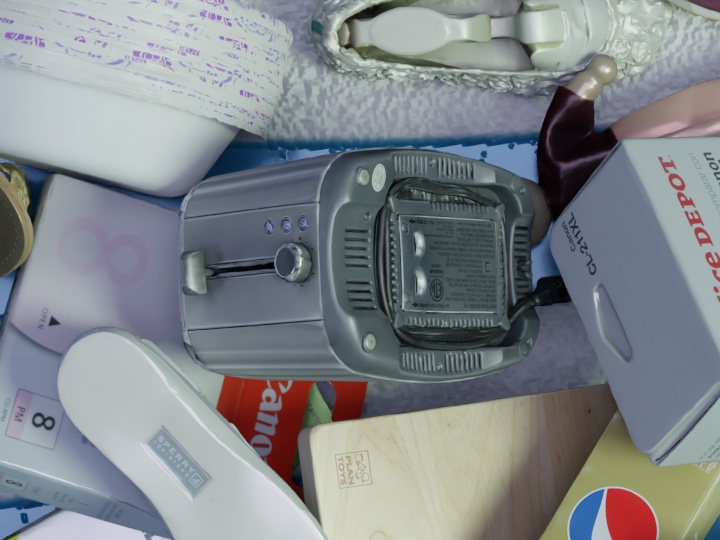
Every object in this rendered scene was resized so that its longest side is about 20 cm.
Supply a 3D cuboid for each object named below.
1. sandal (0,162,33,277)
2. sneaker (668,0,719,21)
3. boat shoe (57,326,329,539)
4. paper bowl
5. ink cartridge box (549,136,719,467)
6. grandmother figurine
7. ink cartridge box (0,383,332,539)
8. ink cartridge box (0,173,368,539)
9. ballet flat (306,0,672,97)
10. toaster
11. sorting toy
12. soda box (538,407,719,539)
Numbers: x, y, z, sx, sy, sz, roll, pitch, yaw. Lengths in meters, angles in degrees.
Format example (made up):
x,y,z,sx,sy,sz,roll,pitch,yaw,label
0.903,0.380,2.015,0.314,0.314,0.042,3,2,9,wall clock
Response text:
x,y,z,sx,sy,sz,roll,pitch,yaw,label
-0.209,-0.036,1.387,0.070,0.211,0.078,-30,100,-36,sandal
0.160,-0.211,1.395,0.200,0.090,0.075,37,63,3,sneaker
-0.074,0.110,1.313,0.200,0.069,0.072,44,101,4,boat shoe
-0.141,-0.101,1.360,0.200,0.201,0.105,13,88,3,paper bowl
0.216,0.012,1.327,0.199,0.083,0.146,-3,57,-32,ink cartridge box
0.141,-0.056,1.414,0.199,0.061,0.122,-22,95,3,grandmother figurine
-0.082,0.166,1.412,0.200,0.076,0.148,-30,87,3,ink cartridge box
-0.092,0.056,1.380,0.199,0.057,0.163,16,66,-7,ink cartridge box
0.070,-0.126,1.419,0.199,0.072,0.072,-3,88,2,ballet flat
0.000,0.000,1.332,0.129,0.200,0.114,-4,88,39,toaster
0.065,0.169,1.380,0.198,0.070,0.201,-7,87,-23,sorting toy
0.113,0.165,1.316,0.064,0.068,0.200,28,72,17,soda box
